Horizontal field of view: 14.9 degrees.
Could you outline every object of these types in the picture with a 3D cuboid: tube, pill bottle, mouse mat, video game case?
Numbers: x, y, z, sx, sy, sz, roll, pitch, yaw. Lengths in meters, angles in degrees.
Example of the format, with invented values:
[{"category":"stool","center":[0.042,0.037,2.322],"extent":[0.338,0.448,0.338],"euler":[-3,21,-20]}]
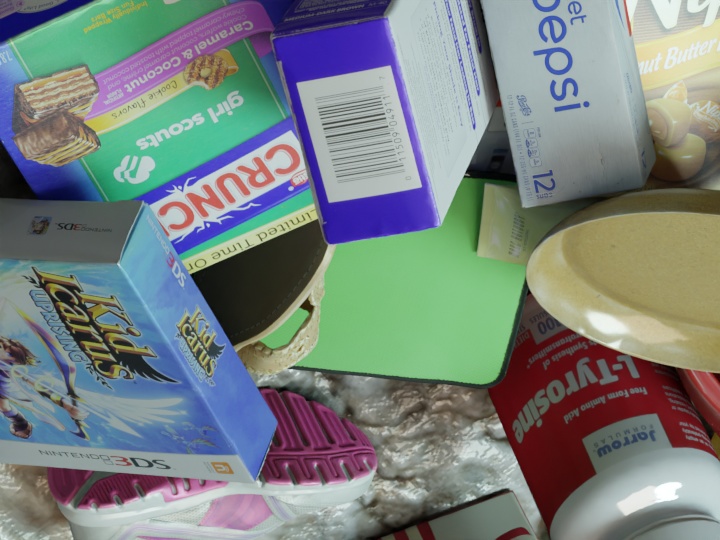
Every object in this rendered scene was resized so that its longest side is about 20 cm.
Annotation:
[{"category":"tube","center":[0.165,-0.013,1.541],"extent":[0.199,0.052,0.058],"euler":[9,108,2]},{"category":"pill bottle","center":[0.153,0.111,1.657],"extent":[0.112,0.201,0.112],"euler":[-15,144,-11]},{"category":"mouse mat","center":[0.000,0.000,1.588],"extent":[0.199,0.008,0.161],"euler":[6,129,-8]},{"category":"video game case","center":[-0.163,0.038,1.486],"extent":[0.180,0.046,0.200],"euler":[2,143,25]}]

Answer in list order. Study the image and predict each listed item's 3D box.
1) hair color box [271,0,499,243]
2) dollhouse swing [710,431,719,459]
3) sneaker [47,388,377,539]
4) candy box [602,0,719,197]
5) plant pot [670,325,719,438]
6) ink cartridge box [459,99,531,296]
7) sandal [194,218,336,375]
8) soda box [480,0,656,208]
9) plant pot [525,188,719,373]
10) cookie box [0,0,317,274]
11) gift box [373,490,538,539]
[{"category":"hair color box","center":[0.017,-0.104,1.381],"extent":[0.065,0.200,0.110],"euler":[-8,111,17]},{"category":"dollhouse swing","center":[0.255,0.162,1.883],"extent":[0.200,0.175,0.182],"euler":[50,58,-45]},{"category":"sneaker","center":[-0.089,0.134,1.665],"extent":[0.199,0.082,0.088],"euler":[-6,134,-10]},{"category":"candy box","center":[0.169,-0.139,1.506],"extent":[0.115,0.055,0.201],"euler":[2,111,-25]},{"category":"plant pot","center":[0.279,0.031,1.643],"extent":[0.200,0.201,0.183],"euler":[-27,166,-1]},{"category":"ink cartridge box","center":[0.109,-0.047,1.609],"extent":[0.161,0.050,0.201],"euler":[-3,128,-23]},{"category":"sandal","center":[-0.058,0.028,1.573],"extent":[0.069,0.078,0.212],"euler":[14,137,-39]},{"category":"soda box","center":[0.101,-0.139,1.431],"extent":[0.068,0.063,0.201],"euler":[-9,104,15]},{"category":"plant pot","center":[0.188,0.004,1.471],"extent":[0.199,0.028,0.200],"euler":[9,155,4]},{"category":"cookie box","center":[-0.101,-0.095,1.436],"extent":[0.171,0.075,0.200],"euler":[-24,136,4]},{"category":"gift box","center":[0.073,0.273,1.784],"extent":[0.184,0.200,0.187],"euler":[-23,135,-12]}]
